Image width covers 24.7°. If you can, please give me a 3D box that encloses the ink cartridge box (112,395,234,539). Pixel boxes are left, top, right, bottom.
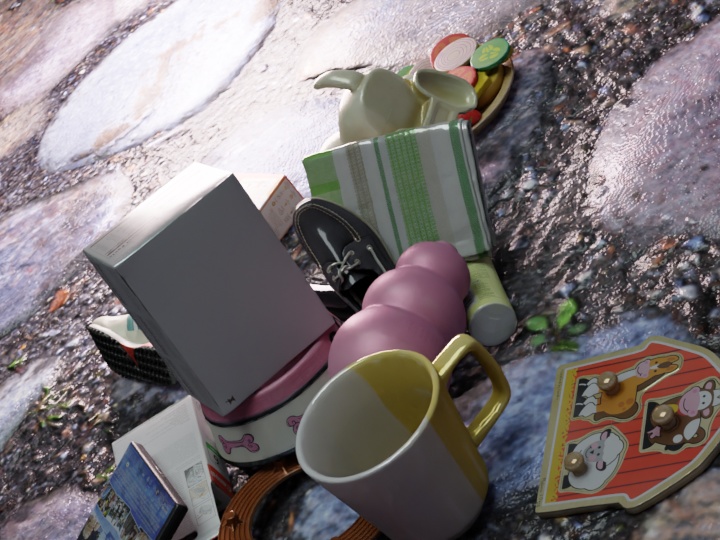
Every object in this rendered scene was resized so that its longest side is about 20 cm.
[{"bbox_3d":[-0.195,0.239,1.758,0.109,0.050,0.200,-32,43,10],"label":"ink cartridge box"}]

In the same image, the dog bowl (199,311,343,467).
[{"bbox_3d":[-0.086,0.115,1.754,0.200,0.074,0.200,-28,25,14],"label":"dog bowl"}]

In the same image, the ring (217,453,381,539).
[{"bbox_3d":[-0.052,0.231,1.631,0.200,0.019,0.201,-19,32,12],"label":"ring"}]

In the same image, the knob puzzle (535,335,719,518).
[{"bbox_3d":[0.254,0.130,1.484,0.219,0.030,0.220,-25,36,19],"label":"knob puzzle"}]

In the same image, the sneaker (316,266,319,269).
[{"bbox_3d":[0.012,-0.043,1.861,0.200,0.082,0.078,-12,33,47],"label":"sneaker"}]

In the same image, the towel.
[{"bbox_3d":[0.042,-0.073,1.761,0.200,0.150,0.031,-10,3,28],"label":"towel"}]

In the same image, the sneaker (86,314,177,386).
[{"bbox_3d":[-0.250,0.082,2.000,0.093,0.070,0.200,-38,28,-29],"label":"sneaker"}]

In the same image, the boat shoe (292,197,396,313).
[{"bbox_3d":[0.000,0.000,1.732,0.073,0.200,0.063,-43,-5,10],"label":"boat shoe"}]

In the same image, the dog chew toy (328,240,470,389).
[{"bbox_3d":[0.049,0.055,1.639,0.124,0.125,0.200,-2,50,42],"label":"dog chew toy"}]

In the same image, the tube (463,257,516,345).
[{"bbox_3d":[0.119,0.011,1.743,0.058,0.052,0.200,1,26,-12],"label":"tube"}]

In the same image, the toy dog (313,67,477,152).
[{"bbox_3d":[0.015,-0.137,1.902,0.200,0.194,0.140,132,152,-57],"label":"toy dog"}]

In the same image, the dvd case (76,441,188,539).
[{"bbox_3d":[-0.257,0.296,1.717,0.200,0.018,0.143,-60,36,7],"label":"dvd case"}]

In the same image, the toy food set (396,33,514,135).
[{"bbox_3d":[0.099,-0.217,2.023,0.200,0.049,0.198,9,56,49],"label":"toy food set"}]

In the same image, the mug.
[{"bbox_3d":[0.058,0.169,1.512,0.186,0.153,0.150,-29,34,13],"label":"mug"}]

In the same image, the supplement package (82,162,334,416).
[{"bbox_3d":[-0.154,0.017,1.685,0.156,0.200,0.111,-40,24,-15],"label":"supplement package"}]

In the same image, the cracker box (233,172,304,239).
[{"bbox_3d":[-0.174,-0.032,2.057,0.134,0.058,0.200,7,53,48],"label":"cracker box"}]

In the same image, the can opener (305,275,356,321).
[{"bbox_3d":[-0.052,0.036,1.855,0.200,0.063,0.079,3,72,49],"label":"can opener"}]
